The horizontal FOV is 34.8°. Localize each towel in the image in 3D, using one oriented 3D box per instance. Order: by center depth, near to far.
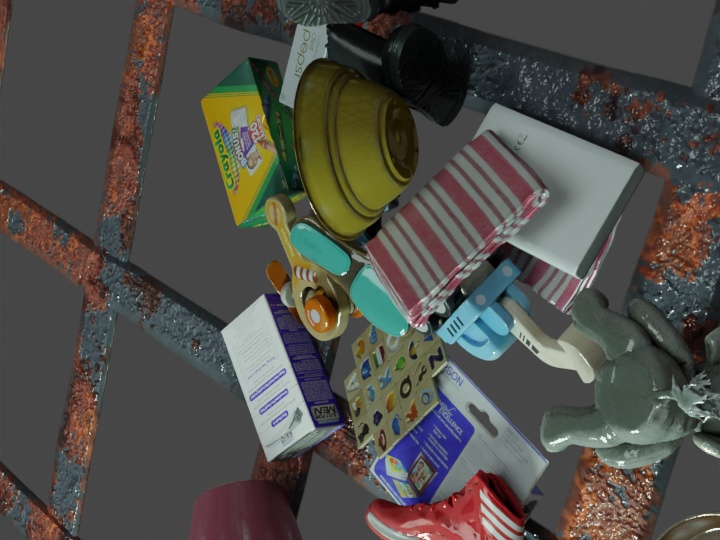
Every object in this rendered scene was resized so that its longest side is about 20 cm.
[{"bbox_3d":[0.099,-0.048,1.220,0.200,0.030,0.147,-44,37,10],"label":"towel"},{"bbox_3d":[0.192,-0.058,1.276,0.200,0.030,0.148,37,115,38],"label":"towel"}]

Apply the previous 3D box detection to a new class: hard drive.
[{"bbox_3d":[0.189,-0.089,1.234,0.199,0.026,0.133,31,90,39],"label":"hard drive"}]

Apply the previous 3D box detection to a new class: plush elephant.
[{"bbox_3d":[0.299,0.115,1.104,0.199,0.154,0.167,9,89,52],"label":"plush elephant"}]

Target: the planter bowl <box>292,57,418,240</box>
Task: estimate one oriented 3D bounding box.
[{"bbox_3d":[0.010,-0.139,1.250,0.083,0.200,0.203,-7,86,26],"label":"planter bowl"}]

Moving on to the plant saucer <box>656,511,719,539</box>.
[{"bbox_3d":[0.365,0.334,1.113,0.199,0.034,0.203,0,90,45],"label":"plant saucer"}]

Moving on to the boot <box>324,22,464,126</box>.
[{"bbox_3d":[0.026,-0.247,1.326,0.162,0.198,0.074,33,88,27],"label":"boot"}]

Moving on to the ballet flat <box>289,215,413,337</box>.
[{"bbox_3d":[0.000,0.000,1.417,0.199,0.072,0.068,39,118,12],"label":"ballet flat"}]

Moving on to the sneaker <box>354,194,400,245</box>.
[{"bbox_3d":[0.020,-0.116,1.416,0.090,0.078,0.201,34,132,25],"label":"sneaker"}]

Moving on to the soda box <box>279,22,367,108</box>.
[{"bbox_3d":[-0.039,-0.302,1.476,0.068,0.063,0.202,29,112,39],"label":"soda box"}]

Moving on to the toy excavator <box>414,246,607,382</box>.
[{"bbox_3d":[0.165,0.055,1.254,0.200,0.100,0.195,44,156,5],"label":"toy excavator"}]

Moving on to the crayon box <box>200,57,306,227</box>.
[{"bbox_3d":[-0.142,-0.175,1.584,0.118,0.058,0.202,-32,69,40],"label":"crayon box"}]

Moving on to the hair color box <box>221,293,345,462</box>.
[{"bbox_3d":[-0.107,0.144,1.555,0.109,0.064,0.202,-39,63,38],"label":"hair color box"}]

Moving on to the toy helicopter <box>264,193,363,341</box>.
[{"bbox_3d":[-0.077,-0.003,1.495,0.132,0.078,0.202,-30,83,54],"label":"toy helicopter"}]

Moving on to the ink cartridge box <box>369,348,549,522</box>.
[{"bbox_3d":[0.120,0.228,1.345,0.198,0.043,0.201,47,122,33],"label":"ink cartridge box"}]

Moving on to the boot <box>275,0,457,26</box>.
[{"bbox_3d":[0.021,-0.328,1.318,0.164,0.199,0.066,22,125,38],"label":"boot"}]

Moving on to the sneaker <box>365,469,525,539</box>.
[{"bbox_3d":[0.102,0.269,1.298,0.198,0.078,0.117,17,96,29],"label":"sneaker"}]

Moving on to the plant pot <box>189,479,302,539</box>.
[{"bbox_3d":[-0.152,0.387,1.531,0.200,0.199,0.181,-37,51,39],"label":"plant pot"}]

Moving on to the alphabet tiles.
[{"bbox_3d":[0.041,0.125,1.410,0.200,0.006,0.168,-49,43,38],"label":"alphabet tiles"}]
